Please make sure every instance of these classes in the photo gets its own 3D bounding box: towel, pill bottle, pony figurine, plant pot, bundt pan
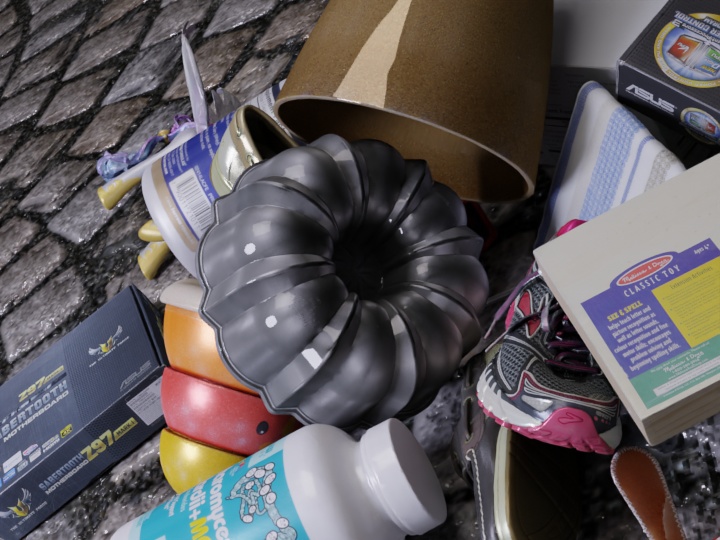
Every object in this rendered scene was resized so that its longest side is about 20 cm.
[{"bbox_3d":[0.166,-0.020,0.792,0.024,0.147,0.200,3,28,-16],"label":"towel"},{"bbox_3d":[-0.064,-0.082,0.999,0.200,0.116,0.116,-30,33,9],"label":"pill bottle"},{"bbox_3d":[-0.158,-0.114,1.219,0.200,0.167,0.194,-29,65,7],"label":"pony figurine"},{"bbox_3d":[-0.049,0.166,0.767,0.200,0.111,0.111,-30,33,12],"label":"pill bottle"},{"bbox_3d":[0.059,-0.172,0.865,0.186,0.186,0.201,8,76,48],"label":"plant pot"},{"bbox_3d":[0.000,0.000,0.804,0.076,0.202,0.202,-36,20,57],"label":"bundt pan"}]

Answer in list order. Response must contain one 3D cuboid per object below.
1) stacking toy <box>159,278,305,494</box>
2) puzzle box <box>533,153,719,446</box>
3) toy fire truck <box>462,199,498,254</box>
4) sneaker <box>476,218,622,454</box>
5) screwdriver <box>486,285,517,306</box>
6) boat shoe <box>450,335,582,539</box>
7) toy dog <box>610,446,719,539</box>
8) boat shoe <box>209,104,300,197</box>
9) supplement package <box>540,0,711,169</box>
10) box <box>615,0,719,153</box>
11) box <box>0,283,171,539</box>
[{"bbox_3d":[-0.092,0.117,0.874,0.146,0.146,0.201,11,85,50],"label":"stacking toy"},{"bbox_3d":[0.202,-0.009,0.631,0.199,0.025,0.133,-27,43,3],"label":"puzzle box"},{"bbox_3d":[-0.004,-0.003,0.994,0.200,0.049,0.141,-40,32,-5],"label":"toy fire truck"},{"bbox_3d":[0.114,0.034,0.708,0.200,0.080,0.075,-75,1,-64],"label":"sneaker"},{"bbox_3d":[0.041,0.041,0.906,0.200,0.029,0.028,-28,33,25],"label":"screwdriver"},{"bbox_3d":[0.088,0.109,0.751,0.066,0.072,0.201,-31,25,26],"label":"boat shoe"},{"bbox_3d":[0.195,0.101,0.626,0.132,0.096,0.200,-6,44,41],"label":"toy dog"},{"bbox_3d":[-0.024,-0.034,0.890,0.073,0.201,0.063,-34,-16,-38],"label":"boat shoe"},{"bbox_3d":[0.192,-0.168,0.957,0.156,0.111,0.200,-50,35,-18],"label":"supplement package"},{"bbox_3d":[0.289,-0.130,0.789,0.200,0.044,0.160,34,70,25],"label":"box"},{"bbox_3d":[-0.247,0.118,1.076,0.200,0.051,0.158,-37,31,1],"label":"box"}]
